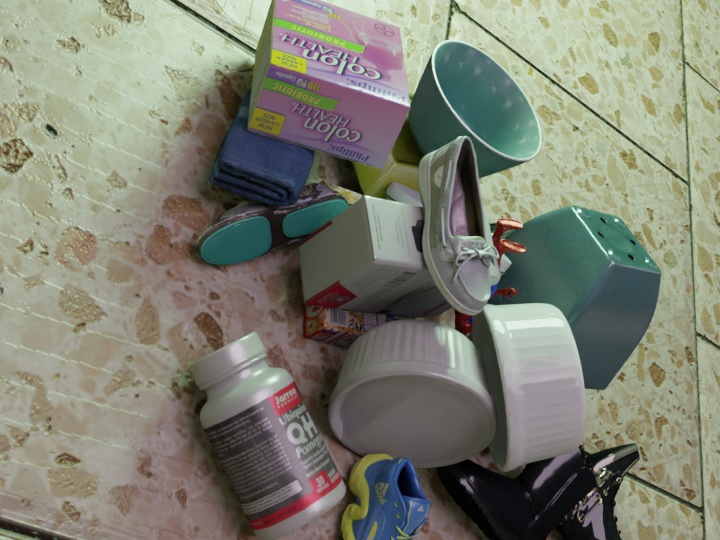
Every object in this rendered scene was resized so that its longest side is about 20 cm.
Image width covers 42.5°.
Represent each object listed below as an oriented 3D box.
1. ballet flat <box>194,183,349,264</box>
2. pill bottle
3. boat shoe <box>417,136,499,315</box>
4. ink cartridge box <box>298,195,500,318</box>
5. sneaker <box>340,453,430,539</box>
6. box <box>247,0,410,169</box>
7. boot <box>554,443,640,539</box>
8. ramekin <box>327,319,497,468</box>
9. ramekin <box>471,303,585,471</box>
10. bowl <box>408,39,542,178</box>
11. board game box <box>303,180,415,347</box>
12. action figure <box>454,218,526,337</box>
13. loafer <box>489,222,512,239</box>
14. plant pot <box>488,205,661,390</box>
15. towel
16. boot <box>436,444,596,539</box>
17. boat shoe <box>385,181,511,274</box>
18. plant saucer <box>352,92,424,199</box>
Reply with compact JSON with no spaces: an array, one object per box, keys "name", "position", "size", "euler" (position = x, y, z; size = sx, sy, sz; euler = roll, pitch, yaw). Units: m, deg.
[{"name":"ballet flat","position":[-0.112,-0.059,1.119],"size":[0.198,0.072,0.073],"euler":[-18,83,-22]},{"name":"pill bottle","position":[-0.105,0.174,0.994],"size":[0.110,0.110,0.202],"euler":[-26,89,-43]},{"name":"boat shoe","position":[0.113,-0.051,1.043],"size":[0.074,0.065,0.204],"euler":[11,62,-35]},{"name":"ink cartridge box","position":[0.047,-0.010,1.115],"size":[0.198,0.145,0.084],"euler":[7,64,-37]},{"name":"sneaker","position":[0.026,0.303,1.053],"size":[0.075,0.105,0.202],"euler":[18,60,-33]},{"name":"box","position":[-0.040,-0.243,1.155],"size":[0.174,0.097,0.201],"euler":[15,40,-15]},{"name":"boot","position":[0.353,0.349,1.330],"size":[0.202,0.073,0.155],"euler":[-21,83,-36]},{"name":"ramekin","position":[0.063,0.143,1.100],"size":[0.201,0.202,0.095],"euler":[31,43,-26]},{"name":"ramekin","position":[0.200,0.135,1.119],"size":[0.096,0.201,0.203],"euler":[-7,72,-3]},{"name":"bowl","position":[0.144,-0.204,1.277],"size":[0.199,0.105,0.202],"euler":[24,45,-27]},{"name":"board game box","position":[0.000,0.000,1.203],"size":[0.150,0.046,0.202],"euler":[17,61,-34]},{"name":"action figure","position":[0.184,0.030,1.204],"size":[0.098,0.201,0.066],"euler":[16,45,-10]},{"name":"loafer","position":[0.157,-0.045,1.343],"size":[0.199,0.072,0.063],"euler":[-24,81,-42]},{"name":"plant pot","position":[0.299,0.025,1.298],"size":[0.195,0.201,0.197],"euler":[9,41,-37]},{"name":"towel","position":[-0.109,-0.155,1.134],"size":[0.111,0.049,0.201],"euler":[20,39,-6]},{"name":"boot","position":[0.208,0.265,1.207],"size":[0.168,0.076,0.201],"euler":[-46,110,-18]},{"name":"boat shoe","position":[0.106,-0.039,1.237],"size":[0.199,0.070,0.071],"euler":[33,14,-17]},{"name":"plant saucer","position":[0.065,-0.185,1.308],"size":[0.199,0.048,0.201],"euler":[5,57,-41]}]
